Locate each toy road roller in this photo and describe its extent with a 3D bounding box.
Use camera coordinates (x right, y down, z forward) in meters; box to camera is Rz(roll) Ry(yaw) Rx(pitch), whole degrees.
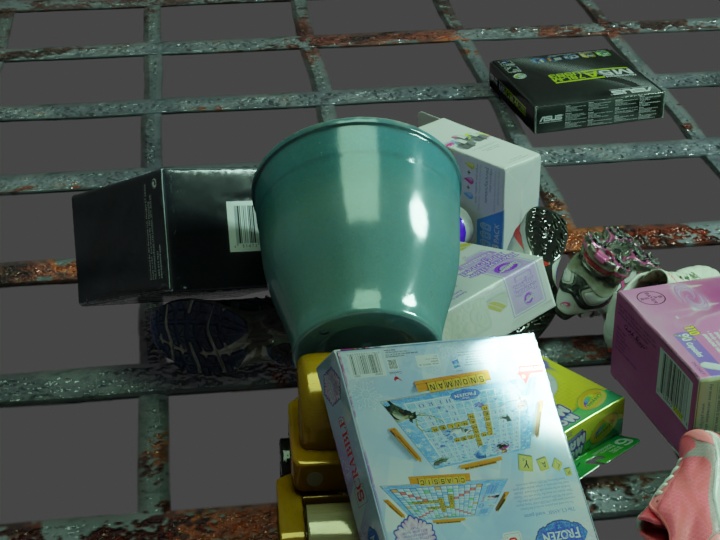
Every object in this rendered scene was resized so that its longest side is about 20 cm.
[{"bbox_3d":[-0.011,0.157,1.256,0.121,0.148,0.201,-3,27,-4],"label":"toy road roller"}]

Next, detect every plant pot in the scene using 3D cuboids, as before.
[{"bbox_3d":[0.000,0.000,1.363,0.197,0.201,0.190,-1,53,-2],"label":"plant pot"}]

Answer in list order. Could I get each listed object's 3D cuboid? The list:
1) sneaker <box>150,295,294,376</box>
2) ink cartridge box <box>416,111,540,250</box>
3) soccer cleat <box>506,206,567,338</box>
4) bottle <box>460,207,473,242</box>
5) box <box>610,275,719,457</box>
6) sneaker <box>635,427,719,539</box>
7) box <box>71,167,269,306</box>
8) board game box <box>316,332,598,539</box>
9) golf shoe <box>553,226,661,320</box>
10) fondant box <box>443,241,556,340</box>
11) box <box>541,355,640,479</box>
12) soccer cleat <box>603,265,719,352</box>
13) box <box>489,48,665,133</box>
[{"bbox_3d":[-0.114,0.062,1.536,0.197,0.078,0.085,3,11,11],"label":"sneaker"},{"bbox_3d":[0.116,-0.104,1.790,0.067,0.117,0.199,-22,34,-37],"label":"ink cartridge box"},{"bbox_3d":[0.175,0.019,1.626,0.068,0.073,0.201,25,46,-5],"label":"soccer cleat"},{"bbox_3d":[0.041,-0.022,1.688,0.198,0.066,0.083,-21,33,-35],"label":"bottle"},{"bbox_3d":[0.366,0.087,1.444,0.197,0.098,0.176,-7,28,-14],"label":"box"},{"bbox_3d":[0.272,0.194,1.264,0.085,0.075,0.201,1,28,4],"label":"sneaker"},{"bbox_3d":[-0.161,-0.034,1.531,0.198,0.125,0.197,-3,-4,-37],"label":"box"},{"bbox_3d":[0.080,0.155,1.212,0.198,0.041,0.202,-2,66,-30],"label":"board game box"},{"bbox_3d":[0.259,0.006,1.621,0.073,0.092,0.199,44,21,19],"label":"golf shoe"},{"bbox_3d":[0.078,0.028,1.527,0.143,0.059,0.199,-28,22,-26],"label":"fondant box"},{"bbox_3d":[0.155,0.130,1.418,0.117,0.049,0.199,-24,37,-36],"label":"box"},{"bbox_3d":[0.323,0.027,1.578,0.069,0.079,0.199,23,35,37],"label":"soccer cleat"},{"bbox_3d":[0.305,-0.259,2.161,0.197,0.048,0.193,-7,26,-12],"label":"box"}]
